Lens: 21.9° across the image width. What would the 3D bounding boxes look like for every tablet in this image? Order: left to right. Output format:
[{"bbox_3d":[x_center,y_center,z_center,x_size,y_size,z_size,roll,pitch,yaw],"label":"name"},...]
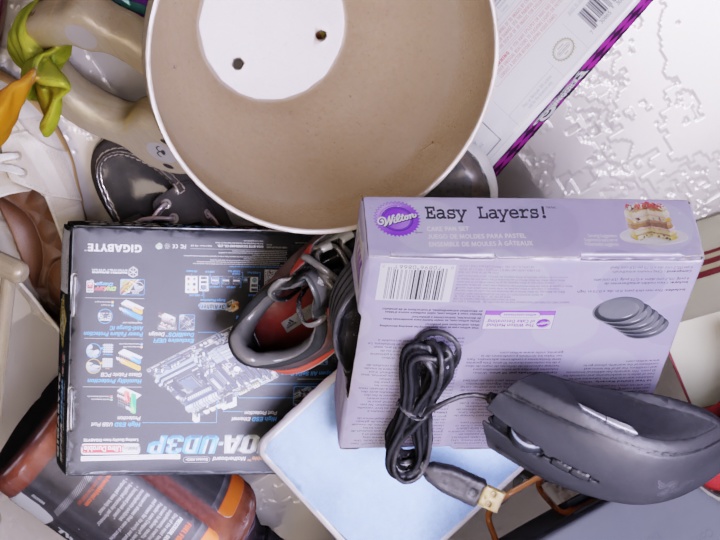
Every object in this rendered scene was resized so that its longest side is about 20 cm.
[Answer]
[{"bbox_3d":[0.048,0.090,1.169,0.200,0.014,0.130,-42,100,-1],"label":"tablet"}]

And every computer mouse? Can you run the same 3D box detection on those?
[{"bbox_3d":[0.106,0.113,1.072,0.199,0.046,0.141,16,139,-3],"label":"computer mouse"}]

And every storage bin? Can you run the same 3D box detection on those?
[{"bbox_3d":[0.147,0.186,1.146,0.199,0.134,0.146,-24,75,-25],"label":"storage bin"}]

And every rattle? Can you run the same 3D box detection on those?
[{"bbox_3d":[-0.142,-0.068,1.145,0.130,0.143,0.200,-21,130,31],"label":"rattle"}]

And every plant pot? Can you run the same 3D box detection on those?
[{"bbox_3d":[-0.036,-0.134,1.071,0.199,0.134,0.201,-4,106,-15],"label":"plant pot"}]

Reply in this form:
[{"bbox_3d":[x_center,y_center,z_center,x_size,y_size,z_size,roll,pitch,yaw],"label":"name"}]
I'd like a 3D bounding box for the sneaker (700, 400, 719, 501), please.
[{"bbox_3d":[0.249,0.057,1.053,0.085,0.077,0.200,41,119,0],"label":"sneaker"}]

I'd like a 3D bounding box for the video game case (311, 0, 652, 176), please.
[{"bbox_3d":[0.061,-0.168,1.134,0.181,0.036,0.200,45,109,12],"label":"video game case"}]

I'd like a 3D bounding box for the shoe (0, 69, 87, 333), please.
[{"bbox_3d":[-0.216,-0.040,1.224,0.070,0.053,0.201,-19,111,11],"label":"shoe"}]

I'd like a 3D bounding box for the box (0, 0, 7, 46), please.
[{"bbox_3d":[-0.274,-0.219,1.123,0.127,0.109,0.201,13,112,-4],"label":"box"}]

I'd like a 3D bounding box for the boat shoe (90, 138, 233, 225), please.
[{"bbox_3d":[-0.109,-0.006,1.233,0.067,0.057,0.200,-33,108,14],"label":"boat shoe"}]

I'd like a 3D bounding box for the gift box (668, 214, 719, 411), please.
[{"bbox_3d":[0.308,0.030,1.172,0.186,0.200,0.185,-17,115,25],"label":"gift box"}]

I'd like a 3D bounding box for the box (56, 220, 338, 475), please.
[{"bbox_3d":[-0.093,0.050,1.197,0.199,0.046,0.160,1,95,-15],"label":"box"}]

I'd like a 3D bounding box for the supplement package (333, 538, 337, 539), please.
[{"bbox_3d":[0.025,0.273,1.262,0.155,0.111,0.200,19,152,-6],"label":"supplement package"}]

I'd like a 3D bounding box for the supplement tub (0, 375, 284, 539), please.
[{"bbox_3d":[-0.146,0.160,1.277,0.200,0.107,0.107,38,109,-12],"label":"supplement tub"}]

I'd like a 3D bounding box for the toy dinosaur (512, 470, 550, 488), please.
[{"bbox_3d":[0.115,0.073,1.222,0.102,0.077,0.200,-44,138,-15],"label":"toy dinosaur"}]

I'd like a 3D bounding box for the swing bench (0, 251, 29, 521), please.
[{"bbox_3d":[-0.330,0.052,1.213,0.129,0.200,0.200,-11,123,-42],"label":"swing bench"}]

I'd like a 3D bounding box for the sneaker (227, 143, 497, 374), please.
[{"bbox_3d":[0.000,0.000,1.114,0.200,0.082,0.077,-44,82,18],"label":"sneaker"}]

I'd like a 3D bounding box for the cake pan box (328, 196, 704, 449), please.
[{"bbox_3d":[0.082,0.035,1.081,0.199,0.052,0.185,-1,138,-6],"label":"cake pan box"}]

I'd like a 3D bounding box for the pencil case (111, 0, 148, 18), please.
[{"bbox_3d":[-0.091,-0.245,1.118,0.092,0.085,0.200,41,111,14],"label":"pencil case"}]
